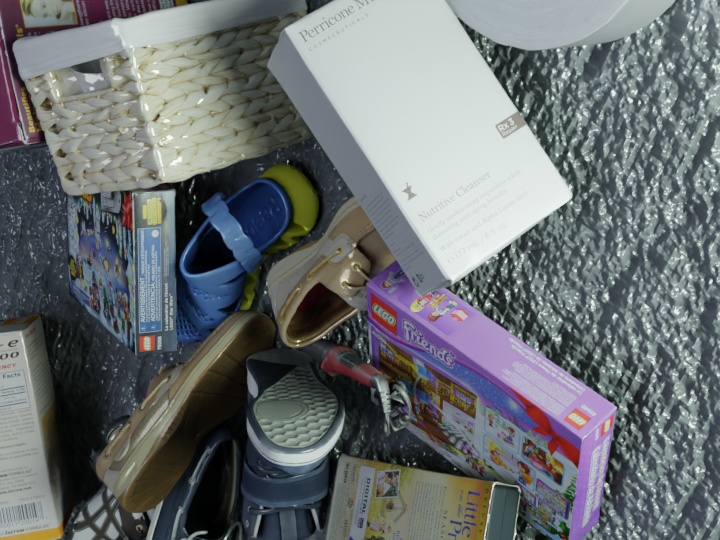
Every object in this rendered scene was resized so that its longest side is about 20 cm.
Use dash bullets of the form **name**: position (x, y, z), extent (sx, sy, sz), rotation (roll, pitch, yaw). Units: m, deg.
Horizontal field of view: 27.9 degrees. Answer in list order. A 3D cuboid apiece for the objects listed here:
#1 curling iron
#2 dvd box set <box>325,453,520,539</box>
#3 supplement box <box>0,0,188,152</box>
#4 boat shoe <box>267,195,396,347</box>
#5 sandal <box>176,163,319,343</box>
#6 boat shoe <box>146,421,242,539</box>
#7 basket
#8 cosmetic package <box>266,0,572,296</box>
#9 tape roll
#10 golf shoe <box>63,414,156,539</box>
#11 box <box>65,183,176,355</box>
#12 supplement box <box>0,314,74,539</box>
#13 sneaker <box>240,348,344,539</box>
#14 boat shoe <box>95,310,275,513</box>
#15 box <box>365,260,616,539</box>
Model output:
- **curling iron**: position (-0.013, 0.078, 1.111), extent (0.200, 0.026, 0.050), rotation (27, 135, 61)
- **dvd box set**: position (0.037, 0.220, 1.088), extent (0.200, 0.029, 0.147), rotation (-2, 78, 56)
- **supplement box**: position (-0.236, -0.169, 1.182), extent (0.103, 0.200, 0.131), rotation (-7, 95, 41)
- **boat shoe**: position (0.000, 0.000, 1.090), extent (0.200, 0.074, 0.069), rotation (-38, 47, 46)
- **sandal**: position (-0.119, -0.010, 1.195), extent (0.080, 0.087, 0.200), rotation (50, 129, 18)
- **boat shoe**: position (-0.140, 0.225, 1.279), extent (0.062, 0.075, 0.201), rotation (24, 106, 47)
- **basket**: position (-0.140, -0.138, 1.110), extent (0.135, 0.200, 0.124), rotation (-3, 103, 41)
- **cosmetic package**: position (0.038, -0.097, 0.985), extent (0.200, 0.113, 0.081), rotation (55, 165, -1)
- **tape roll**: position (0.127, -0.245, 0.939), extent (0.200, 0.066, 0.201), rotation (11, 107, 40)
- **golf shoe**: position (-0.213, 0.232, 1.340), extent (0.094, 0.078, 0.200), rotation (34, 121, 30)
- **box**: position (-0.210, -0.021, 1.253), extent (0.200, 0.040, 0.137), rotation (26, 118, 60)
- **supplement box**: position (-0.331, 0.151, 1.382), extent (0.126, 0.073, 0.201), rotation (-138, 39, -84)
- **sneaker**: position (-0.054, 0.159, 1.136), extent (0.202, 0.077, 0.147), rotation (-113, 23, -75)
- **boat shoe**: position (-0.152, 0.107, 1.219), extent (0.064, 0.071, 0.200), rotation (39, 90, 36)
- **box**: position (0.088, 0.095, 1.035), extent (0.200, 0.039, 0.137), rotation (36, 148, 29)
